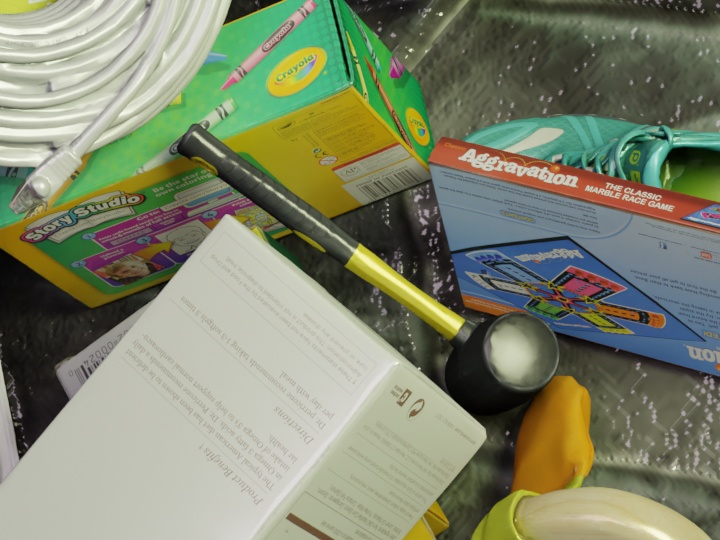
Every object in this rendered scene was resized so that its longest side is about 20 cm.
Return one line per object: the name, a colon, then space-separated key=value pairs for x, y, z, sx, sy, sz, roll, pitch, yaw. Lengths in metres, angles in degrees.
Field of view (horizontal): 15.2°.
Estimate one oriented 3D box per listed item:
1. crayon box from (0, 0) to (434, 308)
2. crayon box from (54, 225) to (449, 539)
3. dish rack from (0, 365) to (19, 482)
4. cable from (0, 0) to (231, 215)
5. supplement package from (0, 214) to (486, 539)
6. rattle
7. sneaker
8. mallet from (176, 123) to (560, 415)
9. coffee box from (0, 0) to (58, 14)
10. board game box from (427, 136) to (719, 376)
crayon box: x=-0.076 y=-0.055 z=1.296 sx=0.199 sy=0.119 sz=0.058 roll=-20 pitch=65 yaw=15
crayon box: x=-0.047 y=0.096 z=1.268 sx=0.127 sy=0.051 sz=0.200 roll=-34 pitch=62 yaw=8
dish rack: x=-0.279 y=0.078 z=1.377 sx=0.199 sy=0.044 sz=0.172 roll=-22 pitch=65 yaw=15
cable: x=-0.152 y=-0.148 z=1.196 sx=0.200 sy=0.069 sz=0.200 roll=-36 pitch=106 yaw=-9
supplement package: x=-0.063 y=0.100 z=1.177 sx=0.117 sy=0.117 sz=0.200 roll=40 pitch=90 yaw=28
rattle: x=0.151 y=0.141 z=1.181 sx=0.199 sy=0.143 sz=0.131 roll=13 pitch=109 yaw=11
sneaker: x=0.127 y=-0.043 z=1.229 sx=0.199 sy=0.080 sz=0.078 roll=5 pitch=73 yaw=25
mallet: x=0.000 y=0.000 z=1.233 sx=0.200 sy=0.066 sz=0.041 roll=33 pitch=70 yaw=3
coffee box: x=-0.261 y=-0.152 z=1.303 sx=0.200 sy=0.200 sz=0.198 roll=-37 pitch=19 yaw=-7
board game box: x=0.129 y=0.002 z=1.200 sx=0.199 sy=0.103 sz=0.019 roll=15 pitch=53 yaw=26
